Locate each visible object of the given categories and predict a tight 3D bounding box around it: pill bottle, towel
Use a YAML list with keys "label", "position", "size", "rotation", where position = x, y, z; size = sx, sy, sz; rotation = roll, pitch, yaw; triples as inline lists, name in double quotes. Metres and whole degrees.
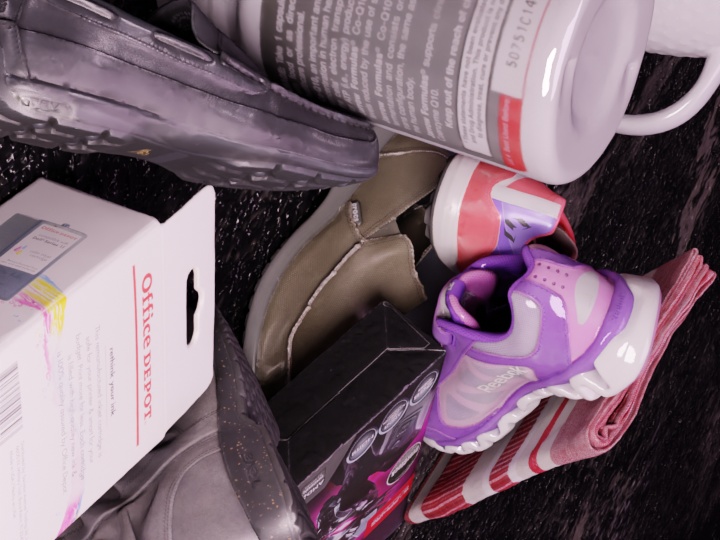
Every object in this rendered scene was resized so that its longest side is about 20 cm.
- label: "pill bottle"
  position: [0.018, -0.119, 0.899]
  size: [0.114, 0.199, 0.114]
  rotation: [-48, 149, -42]
- label: "towel"
  position: [0.110, 0.072, 1.158]
  size: [0.144, 0.023, 0.200]
  rotation: [-54, -169, -32]

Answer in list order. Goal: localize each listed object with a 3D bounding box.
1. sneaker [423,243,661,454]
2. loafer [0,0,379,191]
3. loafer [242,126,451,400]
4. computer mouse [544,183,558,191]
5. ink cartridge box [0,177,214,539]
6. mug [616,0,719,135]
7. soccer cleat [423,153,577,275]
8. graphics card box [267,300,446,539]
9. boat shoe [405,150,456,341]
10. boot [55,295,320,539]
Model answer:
- label: "sneaker"
  position: [0.070, 0.035, 1.097]
  size: [0.200, 0.088, 0.081]
  rotation: [-31, -143, 54]
- label: "loafer"
  position: [-0.070, -0.076, 0.834]
  size: [0.200, 0.068, 0.071]
  rotation: [12, 78, -39]
- label: "loafer"
  position: [0.000, 0.000, 1.131]
  size: [0.201, 0.069, 0.075]
  rotation: [-60, 156, -24]
- label: "computer mouse"
  position: [0.071, -0.132, 1.179]
  size: [0.044, 0.109, 0.202]
  rotation: [-6, 103, -43]
- label: "ink cartridge box"
  position: [-0.139, 0.043, 0.845]
  size: [0.200, 0.067, 0.118]
  rotation: [-43, 144, -48]
- label: "mug"
  position: [0.185, -0.182, 1.271]
  size: [0.148, 0.174, 0.201]
  rotation: [20, 90, -68]
- label: "soccer cleat"
  position: [0.092, -0.001, 1.162]
  size: [0.200, 0.073, 0.069]
  rotation: [61, 48, -63]
- label: "graphics card box"
  position: [-0.021, 0.117, 1.124]
  size: [0.125, 0.051, 0.201]
  rotation: [-39, 157, -29]
- label: "boat shoe"
  position: [0.058, -0.022, 1.265]
  size: [0.066, 0.069, 0.201]
  rotation: [39, 65, -65]
- label: "boot"
  position: [-0.103, 0.093, 0.953]
  size: [0.131, 0.200, 0.070]
  rotation: [-26, 119, 0]
